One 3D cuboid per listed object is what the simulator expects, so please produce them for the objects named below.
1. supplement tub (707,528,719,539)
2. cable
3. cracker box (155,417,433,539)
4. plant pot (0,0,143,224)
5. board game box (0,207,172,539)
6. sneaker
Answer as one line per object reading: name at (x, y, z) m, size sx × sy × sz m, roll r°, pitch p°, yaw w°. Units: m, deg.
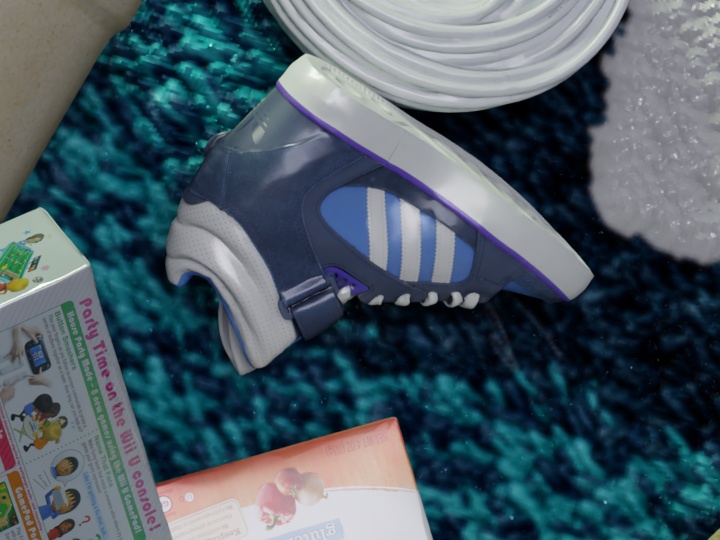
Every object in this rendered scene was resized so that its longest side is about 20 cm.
supplement tub at (0.179, 0.212, 1.226) m, size 0.200 × 0.144 × 0.144 m, roll -41°, pitch 90°, yaw -17°
cable at (0.039, -0.174, 1.307) m, size 0.199 × 0.069 × 0.201 m, roll -18°, pitch 85°, yaw -16°
cracker box at (-0.022, 0.184, 1.231) m, size 0.134 × 0.058 × 0.201 m, roll -15°, pitch 84°, yaw -14°
plant pot at (-0.209, -0.093, 1.185) m, size 0.200 × 0.200 × 0.184 m, roll 22°, pitch 86°, yaw -8°
board game box at (-0.191, 0.084, 1.062) m, size 0.200 × 0.064 × 0.148 m, roll -24°, pitch 123°, yaw -17°
sneaker at (0.000, 0.000, 1.273) m, size 0.200 × 0.081 × 0.147 m, roll 33°, pitch 101°, yaw -27°
